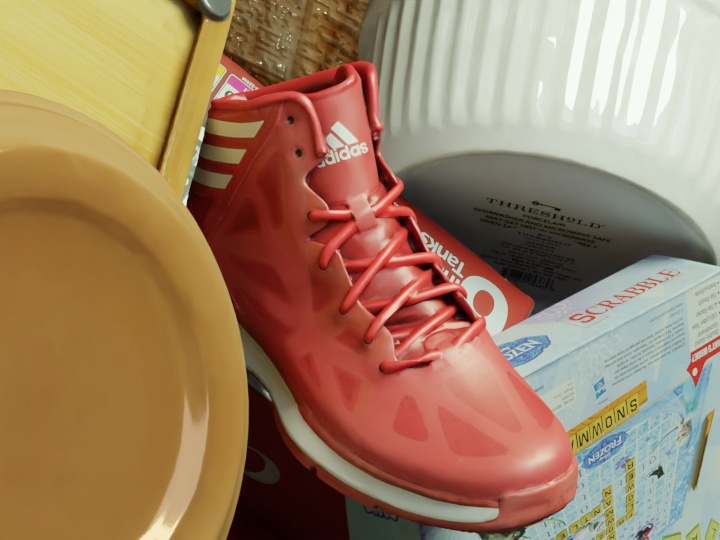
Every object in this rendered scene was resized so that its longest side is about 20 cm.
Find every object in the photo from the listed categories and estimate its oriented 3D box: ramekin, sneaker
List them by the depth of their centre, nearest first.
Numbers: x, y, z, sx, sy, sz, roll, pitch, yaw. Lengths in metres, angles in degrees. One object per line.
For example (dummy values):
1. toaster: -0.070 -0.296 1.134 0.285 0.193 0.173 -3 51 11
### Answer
1. sneaker: 0.000 0.000 0.733 0.078 0.116 0.200 -25 44 -37
2. ramekin: 0.089 -0.055 0.945 0.200 0.200 0.105 24 62 -21

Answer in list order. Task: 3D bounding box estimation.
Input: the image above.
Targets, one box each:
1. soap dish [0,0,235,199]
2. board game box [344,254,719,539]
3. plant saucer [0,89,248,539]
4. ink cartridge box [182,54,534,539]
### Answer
1. soap dish: -0.140 -0.079 0.745 0.200 0.081 0.158 34 49 -27
2. board game box: 0.081 0.118 0.862 0.200 0.041 0.200 -23 116 -41
3. plant saucer: -0.105 0.041 0.648 0.200 0.037 0.201 5 82 -45
4. ink cartridge box: -0.052 0.028 0.869 0.200 0.084 0.176 38 50 -10
